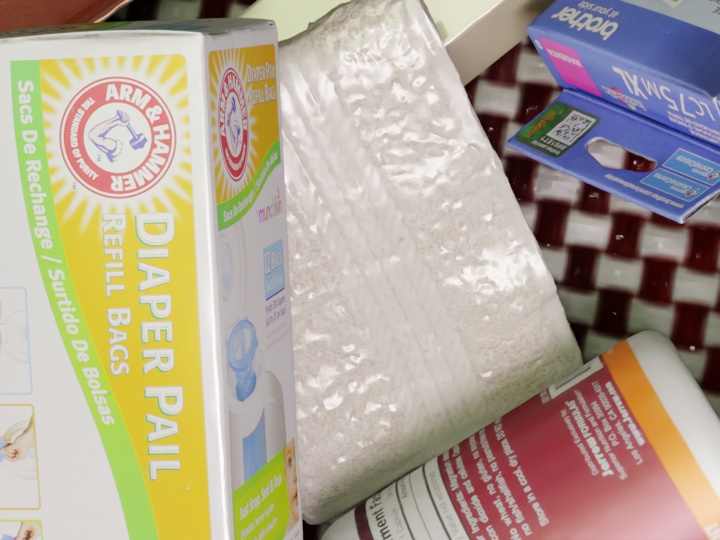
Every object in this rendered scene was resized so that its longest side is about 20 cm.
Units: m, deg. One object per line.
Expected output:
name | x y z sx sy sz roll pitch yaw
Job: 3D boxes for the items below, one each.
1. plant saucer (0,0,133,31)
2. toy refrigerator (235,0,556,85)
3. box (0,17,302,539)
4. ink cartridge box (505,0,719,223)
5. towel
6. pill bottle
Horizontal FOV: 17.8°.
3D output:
plant saucer | -0.178 -0.168 0.980 0.200 0.037 0.200 -34 80 6
toy refrigerator | 0.007 -0.099 0.920 0.200 0.076 0.070 -39 79 5
box | -0.083 0.016 0.790 0.101 0.112 0.201 -1 96 11
ink cartridge box | 0.147 -0.108 0.856 0.200 0.042 0.119 -44 34 -10
towel | 0.000 0.000 0.881 0.132 0.035 0.200 -25 116 4
pill bottle | 0.057 0.119 0.871 0.200 0.113 0.113 -33 80 6
